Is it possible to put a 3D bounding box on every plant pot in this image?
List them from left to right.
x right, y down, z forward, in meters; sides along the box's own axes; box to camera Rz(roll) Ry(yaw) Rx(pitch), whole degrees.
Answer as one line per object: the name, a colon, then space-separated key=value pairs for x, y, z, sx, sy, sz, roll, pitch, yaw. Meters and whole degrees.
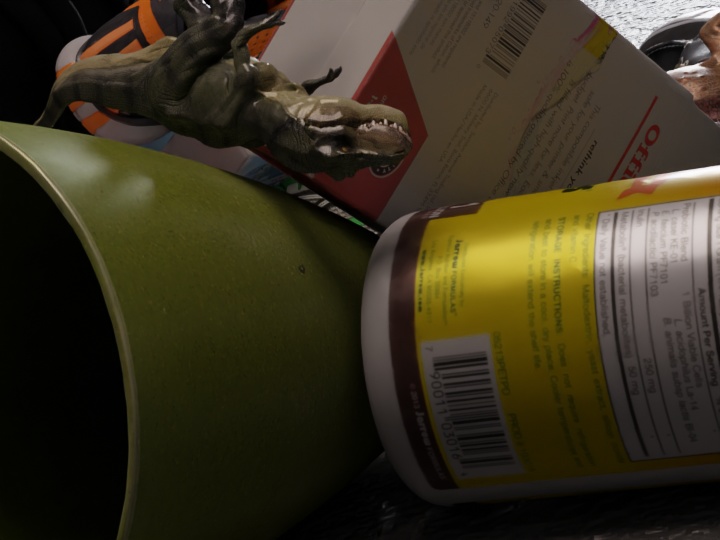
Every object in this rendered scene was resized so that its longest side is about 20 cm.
plant pot: x=-0.072 y=0.033 z=0.809 sx=0.187 sy=0.187 sz=0.200 roll=0 pitch=5 yaw=41

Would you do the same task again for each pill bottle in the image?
pill bottle: x=0.109 y=0.020 z=0.783 sx=0.200 sy=0.109 sz=0.109 roll=-8 pitch=16 yaw=21

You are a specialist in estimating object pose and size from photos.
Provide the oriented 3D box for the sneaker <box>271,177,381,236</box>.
sneaker: x=0.000 y=0.000 z=1.026 sx=0.200 sy=0.078 sz=0.085 roll=-7 pitch=24 yaw=39

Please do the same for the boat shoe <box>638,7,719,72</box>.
boat shoe: x=0.206 y=-0.099 z=1.247 sx=0.066 sy=0.070 sz=0.200 roll=-19 pitch=23 yaw=-27

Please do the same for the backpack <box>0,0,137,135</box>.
backpack: x=-0.207 y=-0.136 z=1.108 sx=0.168 sy=0.200 sz=0.163 roll=-3 pitch=44 yaw=26

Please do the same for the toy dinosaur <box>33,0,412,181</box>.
toy dinosaur: x=-0.055 y=-0.083 z=0.829 sx=0.200 sy=0.088 sz=0.047 roll=10 pitch=-13 yaw=47

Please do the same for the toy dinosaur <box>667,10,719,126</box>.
toy dinosaur: x=0.166 y=-0.075 z=1.127 sx=0.200 sy=0.086 sz=0.136 roll=-23 pitch=24 yaw=11

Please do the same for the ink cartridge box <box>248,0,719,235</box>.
ink cartridge box: x=0.053 y=-0.054 z=0.893 sx=0.200 sy=0.117 sz=0.067 roll=33 pitch=-2 yaw=-43

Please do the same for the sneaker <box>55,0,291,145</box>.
sneaker: x=-0.052 y=-0.121 z=1.087 sx=0.112 sy=0.078 sz=0.200 roll=-33 pitch=2 yaw=31

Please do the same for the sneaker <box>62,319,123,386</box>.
sneaker: x=-0.106 y=-0.009 z=0.981 sx=0.108 sy=0.067 sz=0.201 roll=-8 pitch=33 yaw=-22

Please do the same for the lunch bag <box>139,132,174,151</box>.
lunch bag: x=-0.136 y=-0.060 z=1.270 sx=0.160 sy=0.077 sz=0.200 roll=-32 pitch=4 yaw=-3

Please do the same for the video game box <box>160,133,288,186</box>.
video game box: x=-0.036 y=-0.055 z=1.151 sx=0.182 sy=0.047 sz=0.200 roll=-27 pitch=-11 yaw=-37
